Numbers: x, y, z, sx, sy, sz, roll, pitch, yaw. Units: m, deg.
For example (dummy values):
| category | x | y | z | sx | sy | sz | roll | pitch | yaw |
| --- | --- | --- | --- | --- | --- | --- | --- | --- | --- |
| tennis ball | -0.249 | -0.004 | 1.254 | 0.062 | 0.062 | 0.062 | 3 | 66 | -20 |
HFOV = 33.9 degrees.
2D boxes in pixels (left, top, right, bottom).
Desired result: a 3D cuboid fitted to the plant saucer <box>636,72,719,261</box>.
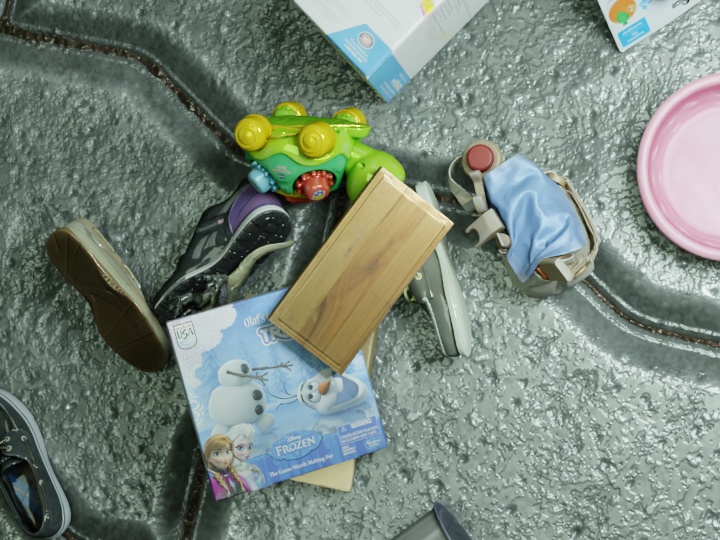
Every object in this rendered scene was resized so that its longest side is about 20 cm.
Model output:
| category | x | y | z | sx | sy | sz | roll | pitch | yaw |
| --- | --- | --- | --- | --- | --- | --- | --- | --- | --- |
| plant saucer | 0.395 | -0.108 | 1.256 | 0.198 | 0.051 | 0.203 | -1 | 84 | 12 |

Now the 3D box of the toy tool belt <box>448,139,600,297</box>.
| category | x | y | z | sx | sy | sz | roll | pitch | yaw |
| --- | --- | --- | --- | --- | --- | --- | --- | --- | --- |
| toy tool belt | 0.170 | -0.067 | 1.264 | 0.124 | 0.123 | 0.201 | -35 | 78 | 7 |

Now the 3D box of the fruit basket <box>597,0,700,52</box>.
| category | x | y | z | sx | sy | sz | roll | pitch | yaw |
| --- | --- | --- | --- | --- | --- | --- | --- | --- | --- |
| fruit basket | 0.322 | -0.345 | 1.233 | 0.184 | 0.200 | 0.094 | -32 | 37 | 7 |

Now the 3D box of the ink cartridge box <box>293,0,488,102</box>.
| category | x | y | z | sx | sy | sz | roll | pitch | yaw |
| --- | --- | --- | --- | --- | --- | --- | --- | --- | --- |
| ink cartridge box | 0.049 | -0.313 | 1.315 | 0.200 | 0.125 | 0.129 | -43 | 78 | 5 |

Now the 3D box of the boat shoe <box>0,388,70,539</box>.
| category | x | y | z | sx | sy | sz | roll | pitch | yaw |
| --- | --- | --- | --- | --- | --- | --- | --- | --- | --- |
| boat shoe | -0.408 | 0.226 | 1.397 | 0.068 | 0.057 | 0.201 | -34 | 78 | 7 |

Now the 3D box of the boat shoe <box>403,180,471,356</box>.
| category | x | y | z | sx | sy | sz | roll | pitch | yaw |
| --- | --- | --- | --- | --- | --- | --- | --- | --- | --- |
| boat shoe | 0.075 | 0.004 | 1.307 | 0.060 | 0.072 | 0.204 | -17 | 75 | 12 |

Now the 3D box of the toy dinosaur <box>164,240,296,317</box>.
| category | x | y | z | sx | sy | sz | roll | pitch | yaw |
| --- | --- | --- | --- | --- | --- | --- | --- | --- | --- |
| toy dinosaur | -0.162 | 0.029 | 1.330 | 0.200 | 0.088 | 0.048 | -49 | 61 | 19 |

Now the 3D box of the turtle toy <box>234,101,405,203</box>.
| category | x | y | z | sx | sy | sz | roll | pitch | yaw |
| --- | --- | --- | --- | --- | --- | --- | --- | --- | --- |
| turtle toy | -0.045 | -0.124 | 1.317 | 0.198 | 0.146 | 0.102 | 9 | 108 | 18 |

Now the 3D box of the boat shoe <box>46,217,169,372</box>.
| category | x | y | z | sx | sy | sz | roll | pitch | yaw |
| --- | --- | --- | --- | --- | --- | --- | --- | --- | --- |
| boat shoe | -0.284 | 0.026 | 1.383 | 0.072 | 0.065 | 0.201 | -33 | 98 | 28 |

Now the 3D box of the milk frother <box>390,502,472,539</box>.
| category | x | y | z | sx | sy | sz | roll | pitch | yaw |
| --- | --- | --- | --- | --- | --- | --- | --- | --- | --- |
| milk frother | 0.070 | 0.391 | 1.249 | 0.187 | 0.181 | 0.200 | -37 | 121 | 7 |

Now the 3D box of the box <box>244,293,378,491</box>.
| category | x | y | z | sx | sy | sz | roll | pitch | yaw |
| --- | --- | --- | --- | --- | --- | --- | --- | --- | --- |
| box | -0.071 | 0.138 | 1.349 | 0.162 | 0.021 | 0.202 | 9 | 85 | 13 |

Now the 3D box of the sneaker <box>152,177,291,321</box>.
| category | x | y | z | sx | sy | sz | roll | pitch | yaw |
| --- | --- | --- | --- | --- | --- | --- | --- | --- | --- |
| sneaker | -0.167 | -0.024 | 1.375 | 0.200 | 0.076 | 0.088 | -41 | 49 | 13 |

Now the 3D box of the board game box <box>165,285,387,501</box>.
| category | x | y | z | sx | sy | sz | roll | pitch | yaw |
| --- | --- | --- | --- | --- | --- | --- | --- | --- | --- |
| board game box | -0.091 | 0.125 | 1.286 | 0.198 | 0.043 | 0.201 | -16 | 91 | -11 |

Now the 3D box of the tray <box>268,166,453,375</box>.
| category | x | y | z | sx | sy | sz | roll | pitch | yaw |
| --- | --- | --- | --- | --- | --- | --- | --- | --- | --- |
| tray | 0.000 | 0.000 | 1.252 | 0.098 | 0.037 | 0.201 | 37 | 92 | -6 |
